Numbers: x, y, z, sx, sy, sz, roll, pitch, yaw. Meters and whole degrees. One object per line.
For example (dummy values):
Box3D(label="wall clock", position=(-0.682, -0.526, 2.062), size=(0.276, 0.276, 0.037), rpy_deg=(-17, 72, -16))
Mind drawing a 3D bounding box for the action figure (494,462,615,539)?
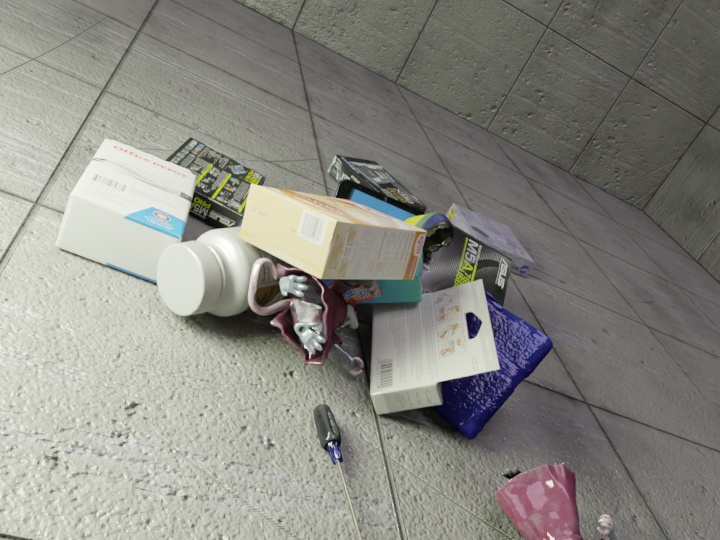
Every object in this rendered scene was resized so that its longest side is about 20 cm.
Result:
Box3D(label="action figure", position=(0.233, 0.336, 0.806), size=(0.150, 0.132, 0.202), rpy_deg=(68, 3, -52))

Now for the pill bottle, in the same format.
Box3D(label="pill bottle", position=(-0.167, 0.000, 0.914), size=(0.114, 0.115, 0.199), rpy_deg=(41, 27, 22))

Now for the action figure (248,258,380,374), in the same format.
Box3D(label="action figure", position=(-0.056, 0.062, 0.917), size=(0.146, 0.136, 0.200), rpy_deg=(16, 4, 13))

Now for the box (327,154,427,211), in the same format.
Box3D(label="box", position=(0.039, -0.188, 1.585), size=(0.156, 0.050, 0.200), rpy_deg=(-1, 40, -50))

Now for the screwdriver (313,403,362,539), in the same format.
Box3D(label="screwdriver", position=(-0.020, 0.229, 0.763), size=(0.029, 0.028, 0.201), rpy_deg=(48, 11, -42))

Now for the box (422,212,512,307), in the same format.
Box3D(label="box", position=(0.176, 0.018, 1.245), size=(0.191, 0.048, 0.202), rpy_deg=(28, 54, -8))

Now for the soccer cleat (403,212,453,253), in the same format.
Box3D(label="soccer cleat", position=(0.068, -0.050, 1.196), size=(0.197, 0.066, 0.084), rpy_deg=(-18, 31, -10))

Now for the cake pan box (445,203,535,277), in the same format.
Box3D(label="cake pan box", position=(0.325, -0.077, 1.705), size=(0.197, 0.053, 0.185), rpy_deg=(18, 29, -26))

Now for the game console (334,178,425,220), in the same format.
Box3D(label="game console", position=(0.037, -0.051, 1.241), size=(0.197, 0.119, 0.172), rpy_deg=(20, 26, -22))

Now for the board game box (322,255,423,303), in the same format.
Box3D(label="board game box", position=(0.000, 0.000, 1.075), size=(0.196, 0.046, 0.153), rpy_deg=(-2, 24, 8))

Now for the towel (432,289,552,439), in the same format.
Box3D(label="towel", position=(0.170, 0.136, 1.009), size=(0.147, 0.050, 0.200), rpy_deg=(38, 67, 24))

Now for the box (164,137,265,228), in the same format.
Box3D(label="box", position=(-0.260, -0.149, 1.177), size=(0.158, 0.045, 0.201), rpy_deg=(28, 25, -10))

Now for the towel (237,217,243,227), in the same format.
Box3D(label="towel", position=(-0.141, -0.067, 1.129), size=(0.111, 0.049, 0.201), rpy_deg=(40, 23, -11))

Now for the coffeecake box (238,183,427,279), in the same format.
Box3D(label="coffeecake box", position=(-0.032, -0.047, 0.888), size=(0.152, 0.074, 0.198), rpy_deg=(25, 13, 35))

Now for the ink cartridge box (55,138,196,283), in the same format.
Box3D(label="ink cartridge box", position=(-0.316, -0.087, 0.945), size=(0.143, 0.085, 0.201), rpy_deg=(22, 26, -18))

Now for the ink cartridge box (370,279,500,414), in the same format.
Box3D(label="ink cartridge box", position=(0.102, 0.104, 0.963), size=(0.173, 0.045, 0.201), rpy_deg=(-12, 33, 11))
